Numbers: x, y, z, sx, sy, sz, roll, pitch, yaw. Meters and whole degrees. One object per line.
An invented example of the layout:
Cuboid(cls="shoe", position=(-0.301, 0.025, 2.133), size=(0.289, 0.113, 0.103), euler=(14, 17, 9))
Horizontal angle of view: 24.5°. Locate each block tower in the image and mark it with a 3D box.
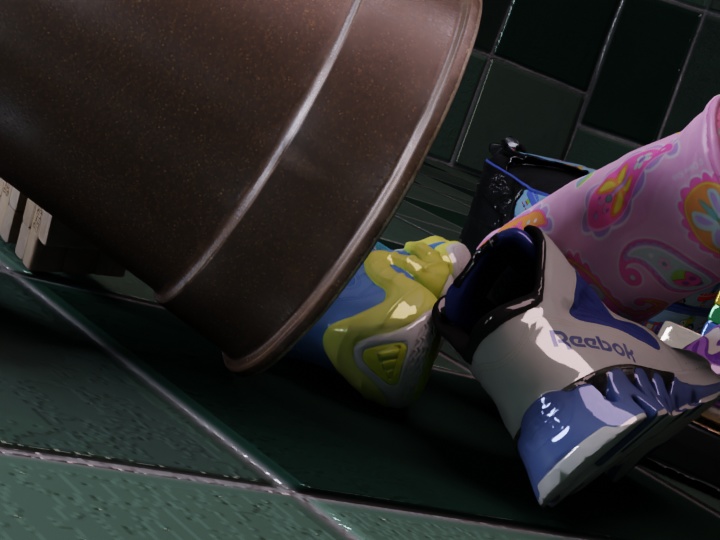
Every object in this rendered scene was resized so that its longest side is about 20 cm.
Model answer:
Cuboid(cls="block tower", position=(-0.175, -0.060, 0.858), size=(0.057, 0.055, 0.200), euler=(6, 22, -35))

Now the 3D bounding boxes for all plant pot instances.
Cuboid(cls="plant pot", position=(-0.084, -0.090, 0.707), size=(0.197, 0.202, 0.200), euler=(31, 4, -14))

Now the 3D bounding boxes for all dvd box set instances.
Cuboid(cls="dvd box set", position=(0.192, 0.090, 0.981), size=(0.145, 0.030, 0.200), euler=(23, 6, 15))

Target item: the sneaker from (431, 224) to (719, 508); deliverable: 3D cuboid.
Cuboid(cls="sneaker", position=(0.100, 0.034, 0.764), size=(0.116, 0.080, 0.199), euler=(55, 18, 15))

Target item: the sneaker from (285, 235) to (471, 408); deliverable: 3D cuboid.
Cuboid(cls="sneaker", position=(-0.003, 0.010, 0.850), size=(0.104, 0.077, 0.200), euler=(20, 8, 4))

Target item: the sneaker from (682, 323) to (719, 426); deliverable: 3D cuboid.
Cuboid(cls="sneaker", position=(0.250, 0.024, 0.939), size=(0.198, 0.084, 0.080), euler=(-24, 40, -28))

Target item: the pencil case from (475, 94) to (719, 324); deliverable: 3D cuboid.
Cuboid(cls="pencil case", position=(0.141, -0.016, 0.833), size=(0.087, 0.088, 0.199), euler=(16, -31, -32))

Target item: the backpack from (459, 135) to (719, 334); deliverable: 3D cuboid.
Cuboid(cls="backpack", position=(0.180, 0.000, 1.207), size=(0.181, 0.136, 0.200), euler=(18, 7, -24))

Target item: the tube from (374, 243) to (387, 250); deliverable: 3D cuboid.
Cuboid(cls="tube", position=(0.000, 0.000, 1.013), size=(0.077, 0.051, 0.200), euler=(27, 4, 19))

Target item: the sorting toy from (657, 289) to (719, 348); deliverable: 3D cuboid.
Cuboid(cls="sorting toy", position=(0.313, 0.080, 1.077), size=(0.199, 0.070, 0.199), euler=(24, -6, 29))
